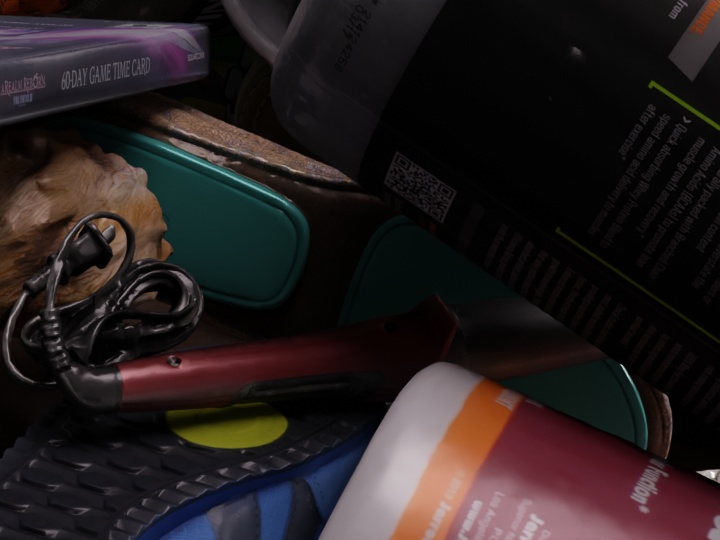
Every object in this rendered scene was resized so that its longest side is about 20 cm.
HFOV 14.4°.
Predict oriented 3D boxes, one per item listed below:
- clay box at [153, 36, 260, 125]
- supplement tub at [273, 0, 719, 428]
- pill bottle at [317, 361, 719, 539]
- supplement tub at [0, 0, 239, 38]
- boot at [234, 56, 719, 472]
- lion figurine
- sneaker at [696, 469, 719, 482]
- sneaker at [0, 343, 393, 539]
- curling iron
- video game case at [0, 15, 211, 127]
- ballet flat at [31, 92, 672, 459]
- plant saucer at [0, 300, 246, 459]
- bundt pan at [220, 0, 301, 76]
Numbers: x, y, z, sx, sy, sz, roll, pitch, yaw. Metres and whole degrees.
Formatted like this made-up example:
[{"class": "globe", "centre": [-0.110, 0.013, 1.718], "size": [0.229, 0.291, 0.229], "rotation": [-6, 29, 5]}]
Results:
[{"class": "clay box", "centre": [-0.049, -0.095, 1.001], "size": [0.199, 0.048, 0.115], "rotation": [18, 29, -6]}, {"class": "supplement tub", "centre": [0.090, -0.032, 0.671], "size": [0.200, 0.123, 0.123], "rotation": [35, 30, 6]}, {"class": "pill bottle", "centre": [0.083, 0.111, 0.658], "size": [0.200, 0.114, 0.114], "rotation": [25, 29, 8]}, {"class": "supplement tub", "centre": [-0.036, -0.137, 0.910], "size": [0.200, 0.123, 0.123], "rotation": [-10, 40, -36]}, {"class": "boot", "centre": [0.043, 0.001, 0.872], "size": [0.199, 0.072, 0.155], "rotation": [21, 31, 1]}, {"class": "lion figurine", "centre": [-0.150, -0.017, 0.714], "size": [0.199, 0.073, 0.123], "rotation": [17, 20, 4]}, {"class": "sneaker", "centre": [0.132, 0.084, 0.774], "size": [0.199, 0.081, 0.076], "rotation": [20, 30, 2]}, {"class": "sneaker", "centre": [-0.056, 0.080, 0.670], "size": [0.066, 0.079, 0.200], "rotation": [14, 28, 25]}, {"class": "curling iron", "centre": [0.009, 0.011, 0.703], "size": [0.199, 0.026, 0.050], "rotation": [0, 71, -23]}, {"class": "video game case", "centre": [-0.132, -0.052, 0.716], "size": [0.142, 0.019, 0.200], "rotation": [4, 7, 12]}, {"class": "ballet flat", "centre": [0.000, 0.000, 0.785], "size": [0.200, 0.068, 0.067], "rotation": [29, 14, 10]}, {"class": "plant saucer", "centre": [-0.087, 0.018, 0.797], "size": [0.200, 0.035, 0.200], "rotation": [15, 28, -8]}, {"class": "bundt pan", "centre": [0.052, -0.116, 0.820], "size": [0.201, 0.202, 0.076], "rotation": [14, 16, -11]}]
